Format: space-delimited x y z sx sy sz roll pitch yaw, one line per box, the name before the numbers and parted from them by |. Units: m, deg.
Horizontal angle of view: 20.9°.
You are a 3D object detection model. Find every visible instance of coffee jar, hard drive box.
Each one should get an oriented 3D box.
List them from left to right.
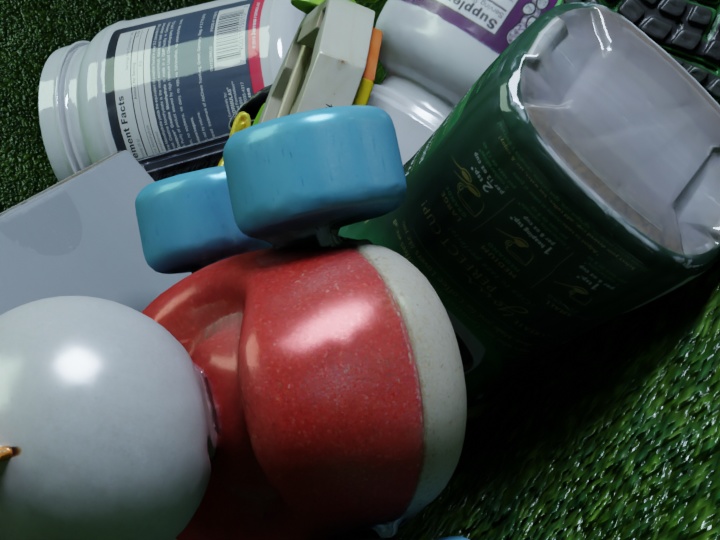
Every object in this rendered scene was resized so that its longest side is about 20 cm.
hard drive box | -0.172 0.054 0.839 0.200 0.077 0.156 -43 -2 31
coffee jar | 0.050 -0.011 0.746 0.200 0.104 0.085 -39 11 51

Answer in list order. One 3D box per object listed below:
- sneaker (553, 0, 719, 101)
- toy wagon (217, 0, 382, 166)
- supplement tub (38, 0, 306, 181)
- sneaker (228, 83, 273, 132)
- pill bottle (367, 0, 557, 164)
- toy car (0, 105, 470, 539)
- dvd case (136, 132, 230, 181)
sneaker | 0.136 -0.121 0.817 0.200 0.078 0.085 -50 3 -21
toy wagon | -0.036 -0.063 0.935 0.200 0.040 0.155 175 115 -80
supplement tub | -0.112 -0.118 1.390 0.200 0.140 0.140 -10 32 20
sneaker | -0.039 -0.050 1.168 0.201 0.115 0.076 -45 16 41
pill bottle | 0.077 -0.124 0.928 0.200 0.112 0.112 -57 12 -2
toy car | -0.082 0.055 0.674 0.177 0.200 0.185 -19 81 62
dvd case | -0.084 -0.041 1.227 0.200 0.016 0.149 -20 -27 -37
